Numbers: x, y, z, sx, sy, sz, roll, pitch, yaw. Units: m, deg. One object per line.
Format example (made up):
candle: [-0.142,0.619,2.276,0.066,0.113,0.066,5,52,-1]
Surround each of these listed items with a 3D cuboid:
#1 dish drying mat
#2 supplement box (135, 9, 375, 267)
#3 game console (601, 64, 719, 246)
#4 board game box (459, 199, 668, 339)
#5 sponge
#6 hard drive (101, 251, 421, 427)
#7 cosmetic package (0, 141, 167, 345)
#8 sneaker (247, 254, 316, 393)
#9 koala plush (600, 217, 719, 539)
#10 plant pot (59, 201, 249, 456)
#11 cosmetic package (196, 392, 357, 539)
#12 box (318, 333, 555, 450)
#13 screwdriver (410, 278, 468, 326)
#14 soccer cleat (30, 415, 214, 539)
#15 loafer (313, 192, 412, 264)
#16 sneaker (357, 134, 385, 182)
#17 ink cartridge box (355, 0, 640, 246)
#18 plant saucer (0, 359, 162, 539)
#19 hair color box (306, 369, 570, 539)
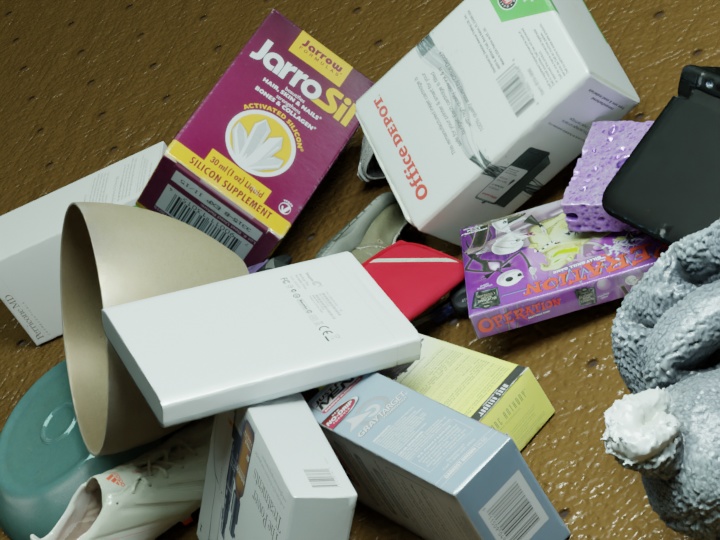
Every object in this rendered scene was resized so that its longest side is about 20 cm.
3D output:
dish drying mat: [0.004,0.025,1.644,0.076,0.018,0.200,24,34,27]
supplement box: [-0.089,-0.111,1.911,0.201,0.130,0.103,-58,4,-34]
game console: [0.308,-0.068,1.549,0.175,0.117,0.200,-2,22,-37]
board game box: [0.177,-0.018,1.641,0.198,0.032,0.120,-17,38,9]
sponge: [0.260,-0.073,1.619,0.198,0.030,0.112,0,38,25]
hard drive: [-0.073,0.047,1.554,0.199,0.027,0.132,-13,35,-21]
cosmetic package: [-0.245,-0.024,1.999,0.199,0.108,0.085,-25,32,18]
sneaker: [-0.056,0.031,1.775,0.087,0.076,0.200,-33,28,-10]
koala plush: [0.230,0.092,1.347,0.183,0.177,0.201,-24,31,38]
plant pot: [-0.157,0.041,1.703,0.133,0.202,0.200,-5,25,-18]
cosmetic package: [-0.063,0.175,1.516,0.051,0.152,0.200,0,24,-18]
box: [0.051,0.093,1.612,0.075,0.050,0.199,-47,34,-21]
screwdriver: [0.045,0.046,1.722,0.199,0.029,0.028,-31,30,22]
soccer cleat: [-0.172,0.175,1.681,0.200,0.078,0.069,-44,32,-17]
loafer: [0.000,0.000,1.768,0.075,0.070,0.200,-41,4,33]
sneaker: [0.078,-0.115,1.872,0.199,0.075,0.082,-14,43,48]
ink cartridge box: [0.108,-0.137,1.748,0.200,0.083,0.147,-41,54,24]
plant saucer: [-0.246,0.138,1.810,0.199,0.036,0.201,-27,39,24]
hair color box: [0.049,0.141,1.499,0.061,0.099,0.200,-43,32,-17]
